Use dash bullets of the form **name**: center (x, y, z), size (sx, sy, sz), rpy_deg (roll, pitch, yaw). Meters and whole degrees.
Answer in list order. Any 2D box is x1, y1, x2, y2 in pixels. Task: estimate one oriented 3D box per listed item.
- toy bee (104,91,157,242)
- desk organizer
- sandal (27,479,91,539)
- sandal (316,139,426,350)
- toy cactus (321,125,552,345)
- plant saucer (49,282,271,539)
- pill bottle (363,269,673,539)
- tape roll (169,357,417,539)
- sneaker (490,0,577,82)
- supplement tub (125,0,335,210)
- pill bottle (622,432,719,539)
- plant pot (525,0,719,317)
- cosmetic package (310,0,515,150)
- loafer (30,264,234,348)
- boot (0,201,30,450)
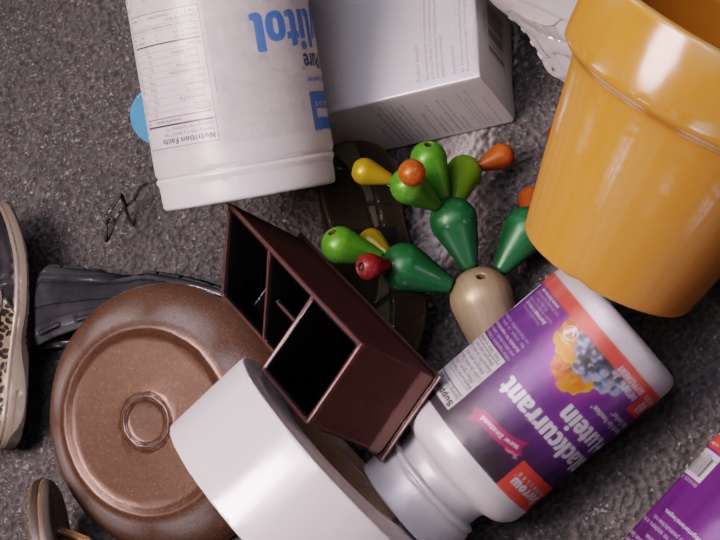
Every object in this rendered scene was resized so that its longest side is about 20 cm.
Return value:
- **toy bee**: center (-0.122, -0.113, 1.633), size (0.108, 0.200, 0.131), rpy_deg (16, 37, 3)
- **desk organizer**: center (-0.039, 0.038, 1.437), size (0.072, 0.077, 0.200), rpy_deg (-55, 43, 10)
- **sandal**: center (-0.193, 0.241, 1.512), size (0.054, 0.082, 0.200), rpy_deg (-20, 58, -4)
- **sandal**: center (0.000, 0.000, 1.539), size (0.081, 0.055, 0.200), rpy_deg (-4, 63, -9)
- **toy cactus**: center (0.080, -0.017, 1.483), size (0.200, 0.102, 0.165), rpy_deg (-17, 86, -22)
- **plant saucer**: center (-0.149, 0.109, 1.536), size (0.200, 0.037, 0.201), rpy_deg (0, 89, 23)
- **pill bottle**: center (0.103, 0.098, 1.418), size (0.200, 0.111, 0.111), rpy_deg (-41, 58, 5)
- **tape roll**: center (-0.034, 0.154, 1.408), size (0.071, 0.202, 0.202), rpy_deg (-44, 57, 2)
- **sneaker**: center (0.134, -0.182, 1.512), size (0.200, 0.100, 0.075), rpy_deg (32, 50, 12)
- **supplement tub**: center (-0.095, -0.151, 1.498), size (0.132, 0.132, 0.201), rpy_deg (-9, 94, 22)
- **pill bottle**: center (0.214, 0.200, 1.321), size (0.200, 0.112, 0.112), rpy_deg (-48, 57, 0)
- **plant pot**: center (0.203, -0.078, 1.381), size (0.200, 0.200, 0.184), rpy_deg (40, 113, 33)
- **cosmetic package**: center (0.010, -0.155, 1.591), size (0.200, 0.081, 0.113), rpy_deg (-10, 64, 22)
- **loafer**: center (-0.168, 0.038, 1.602), size (0.200, 0.068, 0.071), rpy_deg (3, 78, 32)
- **boot**: center (-0.335, 0.040, 1.627), size (0.150, 0.073, 0.201), rpy_deg (2, 75, -19)
